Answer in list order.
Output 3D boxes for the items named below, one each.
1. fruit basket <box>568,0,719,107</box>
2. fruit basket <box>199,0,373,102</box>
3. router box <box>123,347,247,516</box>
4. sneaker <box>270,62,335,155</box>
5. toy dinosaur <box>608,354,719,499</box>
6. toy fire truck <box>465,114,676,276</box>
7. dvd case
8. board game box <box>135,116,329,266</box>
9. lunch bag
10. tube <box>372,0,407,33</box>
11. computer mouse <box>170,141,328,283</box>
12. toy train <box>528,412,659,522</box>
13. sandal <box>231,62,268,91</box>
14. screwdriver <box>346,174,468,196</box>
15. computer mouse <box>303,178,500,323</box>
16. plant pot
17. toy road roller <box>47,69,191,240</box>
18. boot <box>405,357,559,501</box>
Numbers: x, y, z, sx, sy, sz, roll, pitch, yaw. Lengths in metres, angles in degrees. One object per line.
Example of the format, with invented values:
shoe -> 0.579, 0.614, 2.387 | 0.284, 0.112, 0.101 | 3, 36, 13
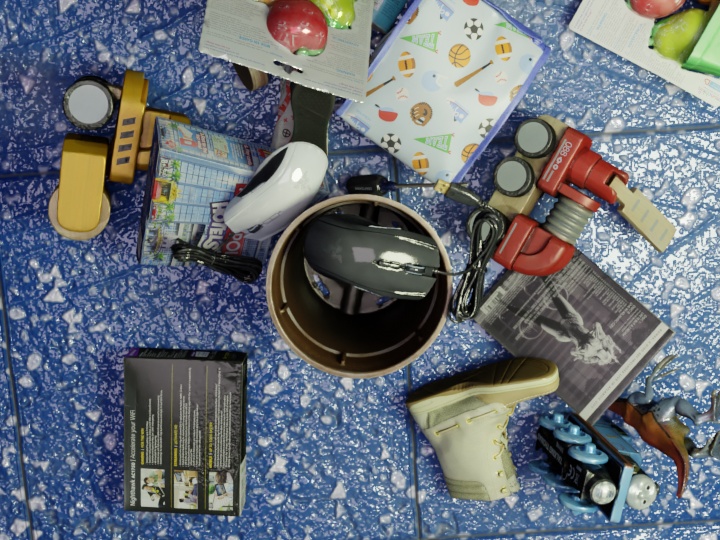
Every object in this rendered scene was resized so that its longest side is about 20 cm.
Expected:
fruit basket -> 0.372, -0.315, 1.330 | 0.200, 0.094, 0.186 | 29, 99, 11
fruit basket -> -0.075, -0.282, 1.247 | 0.185, 0.094, 0.201 | 14, 63, -17
router box -> -0.217, 0.200, 1.428 | 0.149, 0.051, 0.201 | 3, 100, 2
sneaker -> -0.070, -0.180, 1.355 | 0.067, 0.108, 0.202 | 6, 136, -11
toy dinosaur -> 0.337, 0.161, 1.352 | 0.181, 0.200, 0.105 | 5, 114, 42
toy fire truck -> 0.252, -0.061, 1.339 | 0.200, 0.129, 0.176 | 32, 99, 19
dvd case -> 0.253, 0.064, 1.386 | 0.200, 0.016, 0.149 | 42, 98, 16
board game box -> -0.145, -0.073, 1.316 | 0.199, 0.062, 0.200 | 2, 133, -17
lunch bag -> 0.097, -0.220, 1.319 | 0.170, 0.124, 0.200 | 33, 108, -7
tube -> 0.058, -0.373, 1.332 | 0.077, 0.050, 0.200 | 30, 94, -9
computer mouse -> -0.111, -0.061, 1.263 | 0.109, 0.044, 0.200 | 26, 121, -34
toy train -> 0.276, 0.228, 1.362 | 0.114, 0.200, 0.087 | 8, 100, -12
sandal -> -0.138, -0.321, 1.339 | 0.069, 0.078, 0.212 | -27, 106, -19
screwdriver -> 0.052, -0.093, 1.319 | 0.028, 0.200, 0.029 | 16, 87, -39
computer mouse -> 0.048, -0.033, 1.189 | 0.199, 0.046, 0.141 | 19, 101, -3
plant pot -> 0.000, 0.000, 1.319 | 0.200, 0.198, 0.201 | 0, 101, 1
toy road roller -> -0.278, -0.133, 1.339 | 0.145, 0.123, 0.201 | 9, 99, -13
boot -> 0.169, 0.196, 1.397 | 0.200, 0.072, 0.155 | -18, 102, 28
